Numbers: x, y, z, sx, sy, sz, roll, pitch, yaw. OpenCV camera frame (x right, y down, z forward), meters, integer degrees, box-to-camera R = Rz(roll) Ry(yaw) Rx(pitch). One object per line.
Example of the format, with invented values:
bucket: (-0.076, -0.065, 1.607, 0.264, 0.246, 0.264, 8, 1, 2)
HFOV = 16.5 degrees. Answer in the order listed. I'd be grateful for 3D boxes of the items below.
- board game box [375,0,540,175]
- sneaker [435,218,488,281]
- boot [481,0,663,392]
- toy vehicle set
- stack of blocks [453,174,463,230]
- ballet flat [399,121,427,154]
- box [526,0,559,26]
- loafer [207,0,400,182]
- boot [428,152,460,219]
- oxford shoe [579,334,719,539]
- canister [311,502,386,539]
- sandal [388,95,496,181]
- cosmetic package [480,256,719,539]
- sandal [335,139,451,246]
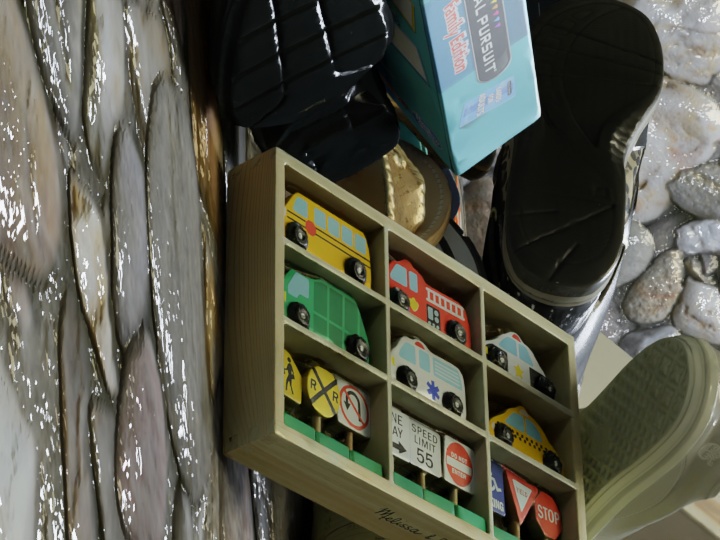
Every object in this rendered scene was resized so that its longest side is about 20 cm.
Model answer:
board game box: (0.003, -0.146, 0.952, 0.151, 0.047, 0.200, 52, -10, 25)
sneaker: (0.002, 0.021, 1.111, 0.076, 0.115, 0.201, -57, -132, 24)
boot: (0.094, -0.022, 1.219, 0.154, 0.073, 0.204, 101, 3, -48)
toy vehicle set: (0.021, 0.048, 0.986, 0.200, 0.026, 0.125, 31, 47, -42)
stack of blocks: (0.039, 0.019, 1.645, 0.200, 0.058, 0.116, -85, 170, -62)
ballet flat: (0.000, 0.000, 1.257, 0.070, 0.067, 0.202, -172, -103, -70)
box: (0.038, -0.161, 1.291, 0.079, 0.140, 0.201, -92, 176, -46)
loafer: (-0.031, -0.093, 0.942, 0.200, 0.072, 0.073, 86, -20, -73)
boot: (0.010, -0.115, 1.467, 0.201, 0.074, 0.097, 81, -11, -49)
oxford shoe: (0.115, 0.089, 1.097, 0.200, 0.057, 0.076, -44, -141, 52)
canister: (0.018, 0.155, 1.143, 0.200, 0.086, 0.150, -89, 174, -60)
sandal: (0.016, -0.105, 1.147, 0.200, 0.054, 0.080, 36, 14, -52)
cosmetic package: (0.107, 0.090, 1.337, 0.105, 0.200, 0.071, -38, -159, 44)
sandal: (-0.003, -0.035, 1.092, 0.212, 0.077, 0.070, -75, 164, -58)
